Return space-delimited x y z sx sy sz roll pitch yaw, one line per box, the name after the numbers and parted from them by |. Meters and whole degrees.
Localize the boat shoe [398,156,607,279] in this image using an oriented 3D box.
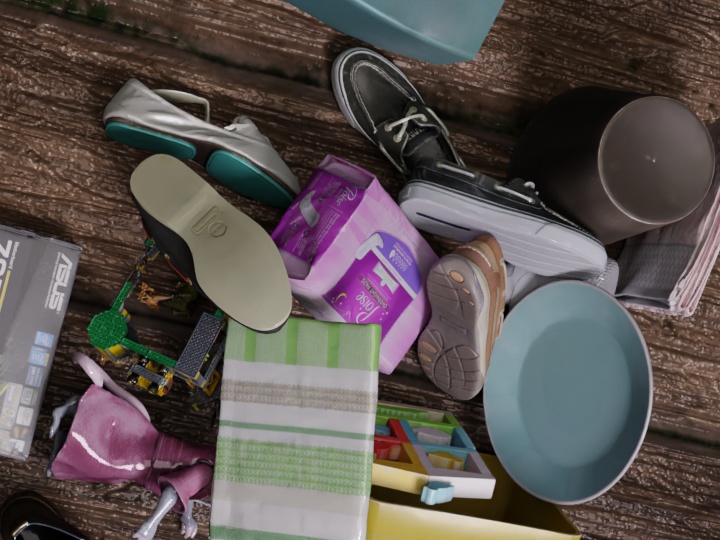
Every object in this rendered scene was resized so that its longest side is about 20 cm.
0.135 -0.055 1.393 0.198 0.072 0.071 21 63 -1 | boat shoe

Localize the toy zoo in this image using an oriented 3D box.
0.043 0.162 1.386 0.130 0.200 0.021 10 103 -12 | toy zoo

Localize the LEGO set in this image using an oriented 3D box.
-0.147 0.034 1.404 0.152 0.116 0.202 15 71 16 | LEGO set

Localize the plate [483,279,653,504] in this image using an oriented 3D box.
0.190 0.110 1.386 0.025 0.199 0.202 7 89 -41 | plate

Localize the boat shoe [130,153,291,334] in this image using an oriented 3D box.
-0.124 -0.017 1.321 0.073 0.063 0.201 -37 64 -15 | boat shoe

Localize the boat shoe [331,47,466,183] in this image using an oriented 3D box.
0.049 -0.130 1.453 0.071 0.064 0.200 -40 99 -10 | boat shoe

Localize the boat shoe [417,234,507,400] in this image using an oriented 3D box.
0.103 0.046 1.418 0.075 0.201 0.072 33 56 19 | boat shoe

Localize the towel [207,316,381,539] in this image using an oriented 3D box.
-0.053 0.140 1.301 0.148 0.031 0.202 4 87 23 | towel

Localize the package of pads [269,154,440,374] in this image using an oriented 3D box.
0.000 0.000 1.391 0.121 0.075 0.200 -55 142 -11 | package of pads

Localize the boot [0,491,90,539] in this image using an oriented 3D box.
-0.246 0.282 1.372 0.200 0.097 0.075 41 82 -10 | boot

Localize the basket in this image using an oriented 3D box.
0.237 -0.098 1.428 0.135 0.200 0.181 30 83 -12 | basket

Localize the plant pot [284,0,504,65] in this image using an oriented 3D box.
0.031 -0.282 1.415 0.199 0.141 0.142 29 84 -19 | plant pot

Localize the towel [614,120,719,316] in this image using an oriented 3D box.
0.300 -0.053 1.444 0.032 0.200 0.192 24 87 -10 | towel

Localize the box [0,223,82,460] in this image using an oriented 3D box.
-0.352 0.054 1.371 0.160 0.049 0.202 16 87 -16 | box

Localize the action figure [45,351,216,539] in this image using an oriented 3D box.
-0.179 0.168 1.375 0.198 0.134 0.150 15 86 -3 | action figure

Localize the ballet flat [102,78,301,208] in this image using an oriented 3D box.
-0.138 -0.124 1.416 0.199 0.069 0.070 22 86 -11 | ballet flat

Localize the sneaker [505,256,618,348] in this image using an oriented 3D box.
0.166 0.058 1.477 0.114 0.075 0.201 27 115 20 | sneaker

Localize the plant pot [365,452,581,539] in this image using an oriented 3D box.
0.061 0.272 1.405 0.198 0.200 0.178 12 101 -13 | plant pot
